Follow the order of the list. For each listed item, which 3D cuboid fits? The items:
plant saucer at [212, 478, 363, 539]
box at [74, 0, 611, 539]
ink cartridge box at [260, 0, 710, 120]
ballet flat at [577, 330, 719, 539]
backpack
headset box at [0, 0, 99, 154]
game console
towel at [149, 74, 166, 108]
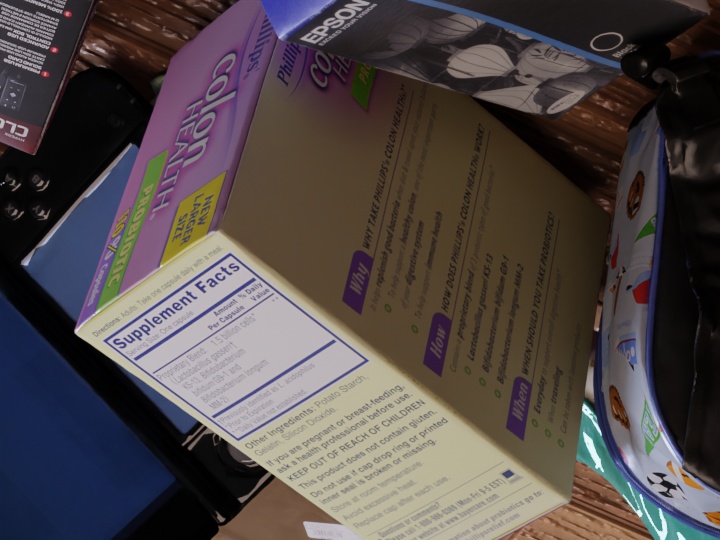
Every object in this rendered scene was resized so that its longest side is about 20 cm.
[{"bbox_3d":[-0.027,0.116,1.270,0.200,0.030,0.200,9,146,6],"label":"plant saucer"},{"bbox_3d":[0.000,0.000,1.012,0.200,0.176,0.097,38,131,-24],"label":"box"},{"bbox_3d":[0.039,-0.117,0.945,0.200,0.039,0.099,13,147,-38],"label":"ink cartridge box"},{"bbox_3d":[0.136,0.074,1.092,0.200,0.067,0.070,48,125,21],"label":"ballet flat"},{"bbox_3d":[0.183,0.022,0.996,0.199,0.191,0.154,13,158,-4],"label":"backpack"},{"bbox_3d":[-0.180,-0.148,1.007,0.148,0.075,0.200,22,138,-7],"label":"headset box"},{"bbox_3d":[-0.123,0.037,1.064,0.200,0.116,0.176,46,108,3],"label":"game console"},{"bbox_3d":[0.001,-0.027,1.129,0.152,0.023,0.200,-8,132,23],"label":"towel"}]
